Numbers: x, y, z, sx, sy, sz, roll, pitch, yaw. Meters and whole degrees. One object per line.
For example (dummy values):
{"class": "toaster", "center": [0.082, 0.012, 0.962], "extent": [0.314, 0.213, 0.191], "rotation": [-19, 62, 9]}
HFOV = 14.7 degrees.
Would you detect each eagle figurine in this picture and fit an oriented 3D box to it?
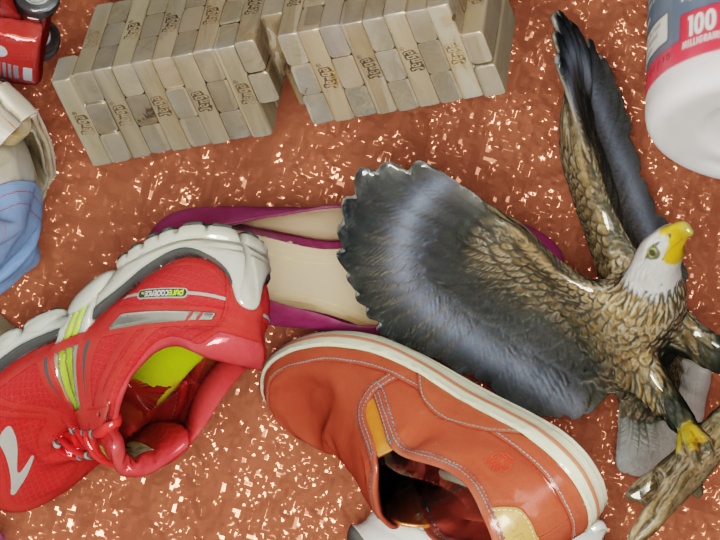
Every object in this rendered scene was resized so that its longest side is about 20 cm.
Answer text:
{"class": "eagle figurine", "center": [0.106, 0.003, 1.255], "extent": [0.200, 0.152, 0.151], "rotation": [44, 116, 11]}

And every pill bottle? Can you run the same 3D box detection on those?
{"class": "pill bottle", "center": [0.187, -0.151, 1.243], "extent": [0.119, 0.120, 0.201], "rotation": [6, 68, -6]}

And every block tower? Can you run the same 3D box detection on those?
{"class": "block tower", "center": [-0.034, -0.099, 1.248], "extent": [0.199, 0.058, 0.054], "rotation": [-10, 129, 18]}

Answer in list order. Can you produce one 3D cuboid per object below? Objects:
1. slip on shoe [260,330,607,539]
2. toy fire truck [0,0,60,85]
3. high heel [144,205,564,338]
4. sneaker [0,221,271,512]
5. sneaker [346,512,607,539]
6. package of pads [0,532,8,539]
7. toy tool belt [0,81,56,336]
{"class": "slip on shoe", "center": [0.019, 0.079, 1.226], "extent": [0.061, 0.199, 0.074], "rotation": [-40, 129, -25]}
{"class": "toy fire truck", "center": [-0.192, -0.185, 1.253], "extent": [0.140, 0.049, 0.201], "rotation": [9, 67, -2]}
{"class": "high heel", "center": [0.000, 0.000, 1.268], "extent": [0.199, 0.096, 0.068], "rotation": [-5, 86, -7]}
{"class": "sneaker", "center": [-0.111, 0.057, 1.212], "extent": [0.077, 0.200, 0.085], "rotation": [20, 45, -32]}
{"class": "sneaker", "center": [0.094, 0.149, 1.282], "extent": [0.199, 0.075, 0.087], "rotation": [34, 78, -3]}
{"class": "package of pads", "center": [-0.267, 0.097, 1.242], "extent": [0.200, 0.076, 0.121], "rotation": [43, 81, -2]}
{"class": "toy tool belt", "center": [-0.186, -0.020, 1.200], "extent": [0.124, 0.200, 0.124], "rotation": [-23, 86, 1]}
